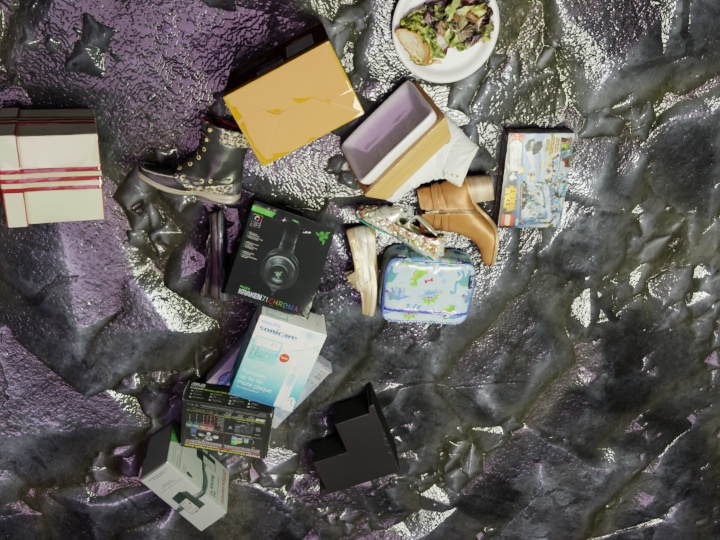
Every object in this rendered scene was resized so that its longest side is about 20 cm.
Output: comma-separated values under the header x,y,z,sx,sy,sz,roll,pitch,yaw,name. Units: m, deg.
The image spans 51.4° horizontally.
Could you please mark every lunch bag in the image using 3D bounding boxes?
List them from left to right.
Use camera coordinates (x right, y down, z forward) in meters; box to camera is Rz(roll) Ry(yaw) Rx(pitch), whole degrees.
x,y,z,sx,sy,sz,roll,pitch,yaw,name
0.139,0.035,1.572,0.198,0.083,0.162,5,118,-8,lunch bag

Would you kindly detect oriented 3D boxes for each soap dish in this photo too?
x,y,z,sx,sy,sz,roll,pitch,yaw,name
0.067,-0.240,1.390,0.200,0.158,0.081,-43,130,15,soap dish

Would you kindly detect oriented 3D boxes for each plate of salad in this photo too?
x,y,z,sx,sy,sz,roll,pitch,yaw,name
0.157,-0.439,1.355,0.198,0.048,0.202,-2,116,-5,plate of salad

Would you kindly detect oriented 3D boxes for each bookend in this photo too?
x,y,z,sx,sy,sz,roll,pitch,yaw,name
-0.034,0.390,1.722,0.198,0.092,0.200,-19,115,5,bookend

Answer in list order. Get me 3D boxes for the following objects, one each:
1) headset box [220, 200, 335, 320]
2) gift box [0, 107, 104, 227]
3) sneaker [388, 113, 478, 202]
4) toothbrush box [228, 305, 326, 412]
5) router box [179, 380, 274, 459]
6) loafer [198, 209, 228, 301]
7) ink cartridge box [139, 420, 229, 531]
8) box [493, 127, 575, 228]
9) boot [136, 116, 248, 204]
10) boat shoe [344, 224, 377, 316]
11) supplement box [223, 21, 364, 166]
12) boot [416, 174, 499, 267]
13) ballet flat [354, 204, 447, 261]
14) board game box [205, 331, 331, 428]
x,y,z,sx,sy,sz,roll,pitch,yaw,name
-0.159,-0.025,1.465,0.173,0.093,0.202,19,85,-15,headset box
-0.560,-0.185,1.331,0.185,0.200,0.186,-6,114,-21,gift box
0.139,-0.187,1.444,0.115,0.074,0.200,42,107,6,sneaker
-0.173,0.175,1.557,0.145,0.085,0.201,19,111,-15,toothbrush box
-0.291,0.329,1.640,0.198,0.062,0.151,10,125,-4,router box
-0.299,-0.027,1.499,0.062,0.072,0.202,1,119,-2,loafer
-0.390,0.463,1.689,0.083,0.147,0.200,-34,116,10,ink cartridge box
0.347,-0.185,1.507,0.136,0.040,0.202,-1,117,-7,box
-0.305,-0.214,1.400,0.198,0.073,0.152,13,115,-17,boot
0.000,0.000,1.547,0.068,0.074,0.202,-2,110,0,boat shoe
-0.118,-0.311,1.301,0.196,0.200,0.133,-26,117,7,supplement box
0.197,-0.094,1.520,0.153,0.074,0.202,-10,107,3,boot
0.086,-0.092,1.495,0.199,0.076,0.064,28,114,-4,ballet flat
-0.201,0.226,1.649,0.199,0.041,0.200,39,106,-22,board game box
